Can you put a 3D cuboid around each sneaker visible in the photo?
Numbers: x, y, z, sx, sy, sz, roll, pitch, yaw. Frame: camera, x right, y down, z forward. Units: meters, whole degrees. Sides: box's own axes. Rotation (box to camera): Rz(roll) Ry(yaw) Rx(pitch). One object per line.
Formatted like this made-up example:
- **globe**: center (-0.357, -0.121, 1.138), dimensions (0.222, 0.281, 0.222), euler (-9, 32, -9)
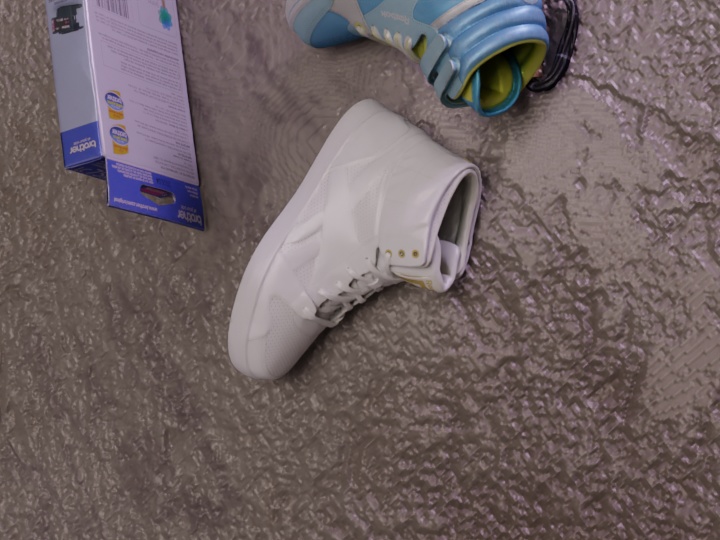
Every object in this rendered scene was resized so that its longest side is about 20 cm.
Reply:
- **sneaker**: center (0.000, 0.000, 1.563), dimensions (0.116, 0.074, 0.200), euler (32, 98, 33)
- **sneaker**: center (0.036, -0.148, 1.553), dimensions (0.200, 0.080, 0.131), euler (-21, 77, 42)

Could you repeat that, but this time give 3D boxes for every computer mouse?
- **computer mouse**: center (0.102, -0.212, 1.558), dimensions (0.059, 0.034, 0.200), euler (-16, 76, 26)

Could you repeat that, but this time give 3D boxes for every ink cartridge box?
- **ink cartridge box**: center (-0.162, -0.126, 1.647), dimensions (0.042, 0.119, 0.200), euler (-17, 75, 26)
